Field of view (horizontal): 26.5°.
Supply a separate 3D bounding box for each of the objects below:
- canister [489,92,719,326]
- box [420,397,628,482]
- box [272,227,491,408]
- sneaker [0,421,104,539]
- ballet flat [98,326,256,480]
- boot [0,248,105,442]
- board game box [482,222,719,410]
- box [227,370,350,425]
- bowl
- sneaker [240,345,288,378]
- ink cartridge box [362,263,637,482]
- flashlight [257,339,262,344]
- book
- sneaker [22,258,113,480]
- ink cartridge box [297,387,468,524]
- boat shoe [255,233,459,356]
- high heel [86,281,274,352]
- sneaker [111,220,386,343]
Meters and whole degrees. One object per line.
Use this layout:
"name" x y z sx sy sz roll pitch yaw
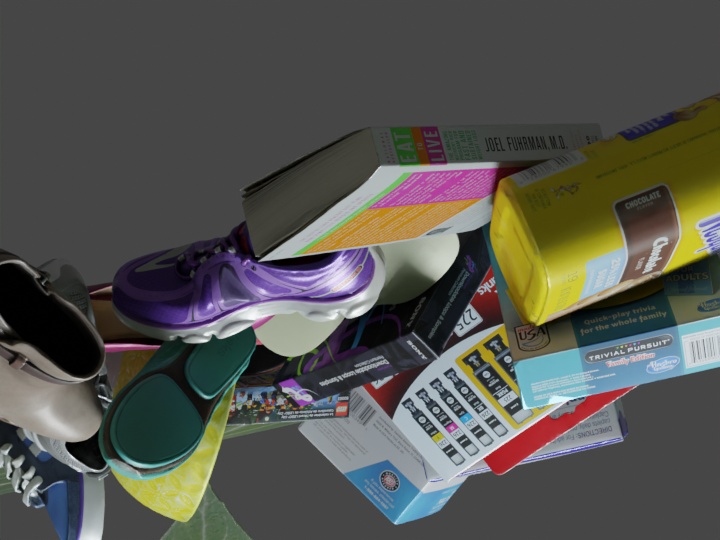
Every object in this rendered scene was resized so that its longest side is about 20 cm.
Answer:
"canister" 0.187 -0.044 0.957 0.200 0.087 0.149 -22 165 -4
"box" 0.135 0.079 1.416 0.184 0.200 0.105 -14 172 10
"box" 0.023 0.032 1.248 0.200 0.036 0.143 -22 -151 50
"sneaker" -0.289 0.135 1.201 0.146 0.200 0.081 -5 158 -24
"ballet flat" -0.139 0.096 1.081 0.070 0.067 0.200 -32 -169 33
"boot" -0.202 0.051 0.948 0.146 0.070 0.200 3 146 50
"board game box" 0.168 0.000 1.066 0.151 0.200 0.047 -13 126 5
"box" -0.116 0.112 1.540 0.136 0.038 0.200 0 -171 -30
"bowl" -0.173 0.099 1.273 0.107 0.201 0.200 15 165 -11
"sneaker" -0.084 0.071 1.509 0.201 0.067 0.108 -13 169 -13
"ink cartridge box" 0.125 0.079 1.276 0.200 0.176 0.084 -38 -173 26
"flashlight" -0.092 0.056 1.408 0.199 0.068 0.068 -11 -175 -5
"book" 0.044 -0.055 0.969 0.200 0.048 0.134 -5 165 -42
"sneaker" -0.204 0.071 1.095 0.075 0.082 0.200 -37 149 -28
"ink cartridge box" 0.071 0.134 1.579 0.200 0.147 0.146 -51 162 12
"boat shoe" -0.002 -0.002 1.196 0.201 0.074 0.063 -32 -160 35
"high heel" -0.160 0.035 1.156 0.200 0.068 0.096 -11 -178 15
"sneaker" -0.084 -0.008 1.063 0.200 0.081 0.083 -10 143 14
